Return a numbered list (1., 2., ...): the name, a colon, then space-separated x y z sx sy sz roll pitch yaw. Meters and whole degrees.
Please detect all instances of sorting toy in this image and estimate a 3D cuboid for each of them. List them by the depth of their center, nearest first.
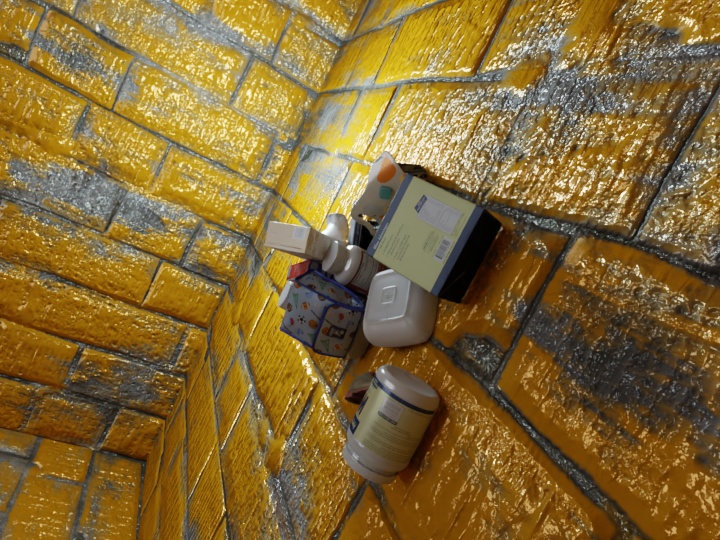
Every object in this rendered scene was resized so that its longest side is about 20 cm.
1. sorting toy: 0.071 -0.171 1.334 0.179 0.199 0.108 -38 48 17

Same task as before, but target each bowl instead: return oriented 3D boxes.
1. bowl: 0.087 0.076 1.242 0.198 0.074 0.202 -12 55 42

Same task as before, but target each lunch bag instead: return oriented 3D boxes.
1. lunch bag: -0.097 0.121 1.368 0.124 0.198 0.172 -37 -27 -61

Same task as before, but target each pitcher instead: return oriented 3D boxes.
1. pitcher: -0.089 -0.060 1.667 0.120 0.173 0.201 -4 41 26

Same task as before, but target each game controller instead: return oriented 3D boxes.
1. game controller: 0.063 -0.093 1.497 0.199 0.042 0.106 9 93 48

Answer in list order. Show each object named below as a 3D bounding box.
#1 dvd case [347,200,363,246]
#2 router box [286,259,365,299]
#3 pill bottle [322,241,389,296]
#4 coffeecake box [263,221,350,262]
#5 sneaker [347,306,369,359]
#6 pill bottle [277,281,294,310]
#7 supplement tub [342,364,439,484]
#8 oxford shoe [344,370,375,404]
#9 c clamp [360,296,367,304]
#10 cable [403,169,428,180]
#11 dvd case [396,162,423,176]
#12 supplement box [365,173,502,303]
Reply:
1. dvd case: -0.018 -0.108 1.549 0.150 0.024 0.203 -126 44 -80
2. router box: -0.100 0.034 1.535 0.179 0.198 0.050 -11 59 62
3. pill bottle: 0.000 0.000 1.398 0.112 0.198 0.113 -46 30 37
4. coffeecake box: -0.147 -0.071 1.454 0.152 0.199 0.074 11 85 33
5. sneaker: 0.002 0.129 1.416 0.201 0.073 0.116 -59 37 18
6. pill bottle: -0.140 0.112 1.532 0.112 0.198 0.112 -52 21 29
7. supplement tub: 0.060 0.314 1.058 0.202 0.144 0.145 -63 24 5
8. oxford shoe: 0.025 0.277 1.259 0.199 0.070 0.076 -29 37 52
9. c clamp: -0.036 0.146 1.552 0.201 0.027 0.171 -57 26 20
10. cable: 0.124 -0.245 1.383 0.097 0.199 0.051 -44 58 18
11. dvd case: 0.099 -0.243 1.478 0.016 0.199 0.149 44 116 17
12. supplement box: 0.157 -0.068 1.110 0.199 0.134 0.202 32 98 32
